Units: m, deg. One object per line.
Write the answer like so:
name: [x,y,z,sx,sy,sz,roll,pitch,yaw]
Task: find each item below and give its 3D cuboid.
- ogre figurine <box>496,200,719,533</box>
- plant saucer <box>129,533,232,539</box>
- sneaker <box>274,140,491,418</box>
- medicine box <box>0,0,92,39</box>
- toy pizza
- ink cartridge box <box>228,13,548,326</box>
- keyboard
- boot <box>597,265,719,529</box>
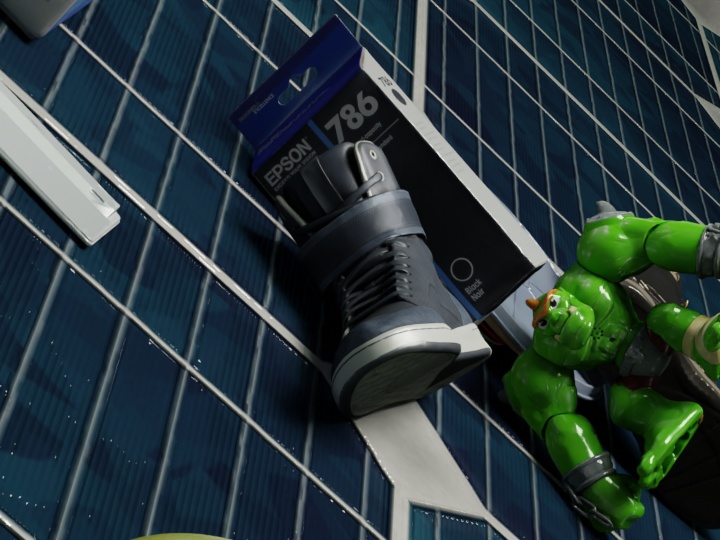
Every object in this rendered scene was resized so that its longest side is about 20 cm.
ogre figurine: [0.160,0.049,1.513,0.120,0.200,0.098,31,30,22]
plant saucer: [-0.027,0.181,1.016,0.200,0.031,0.200,41,19,-17]
sneaker: [-0.001,0.001,1.360,0.146,0.077,0.202,61,9,6]
medicine box: [-0.133,-0.249,1.408,0.103,0.200,0.182,45,18,-6]
toy pizza: [0.094,0.009,1.659,0.200,0.032,0.200,47,17,-19]
ink cartridge box: [0.010,-0.047,1.479,0.200,0.099,0.039,49,19,7]
keyboard: [-0.197,-0.091,1.242,0.200,0.011,0.056,46,23,-3]
boot: [0.207,0.065,1.693,0.200,0.073,0.151,55,16,-18]
